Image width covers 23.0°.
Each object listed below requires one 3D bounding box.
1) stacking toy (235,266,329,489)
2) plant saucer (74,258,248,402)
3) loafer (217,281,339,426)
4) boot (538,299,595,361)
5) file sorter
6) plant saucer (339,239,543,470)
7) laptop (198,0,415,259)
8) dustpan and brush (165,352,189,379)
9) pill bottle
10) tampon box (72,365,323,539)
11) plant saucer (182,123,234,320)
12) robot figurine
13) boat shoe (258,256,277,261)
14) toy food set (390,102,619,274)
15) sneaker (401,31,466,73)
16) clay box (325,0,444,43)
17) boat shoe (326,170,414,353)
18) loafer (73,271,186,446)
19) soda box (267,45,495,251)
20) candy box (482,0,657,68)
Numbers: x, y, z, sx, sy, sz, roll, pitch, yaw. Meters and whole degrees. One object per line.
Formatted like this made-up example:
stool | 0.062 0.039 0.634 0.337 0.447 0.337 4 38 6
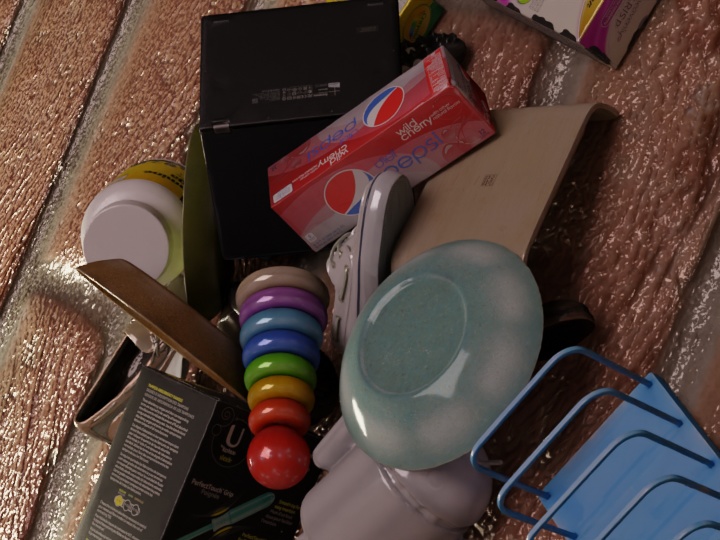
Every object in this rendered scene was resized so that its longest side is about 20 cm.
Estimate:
stacking toy | -0.068 0.097 1.537 0.085 0.085 0.201 -31 44 33
plant saucer | -0.170 0.047 1.605 0.036 0.200 0.200 -52 40 -8
loafer | -0.082 0.090 1.669 0.072 0.073 0.200 -62 34 20
boot | 0.112 0.029 1.484 0.199 0.075 0.097 -19 61 42
file sorter | 0.191 0.175 1.294 0.139 0.122 0.200 -50 43 17
plant saucer | 0.052 0.058 1.404 0.200 0.039 0.202 -21 52 30
laptop | -0.047 -0.133 1.636 0.186 0.116 0.201 -5 61 5
dustpan and brush | -0.197 0.178 1.741 0.201 0.057 0.140 -59 11 13
pill bottle | -0.215 -0.043 1.764 0.113 0.112 0.200 -54 5 12
tampon box | -0.149 0.212 1.609 0.126 0.150 0.201 19 85 48
plant saucer | -0.146 -0.044 1.737 0.031 0.200 0.201 0 65 3
robot figurine | 0.029 0.191 1.460 0.200 0.113 0.170 -44 78 22
boat shoe | -0.094 -0.085 1.761 0.200 0.074 0.066 -107 27 -47
toy food set | 0.125 -0.058 1.503 0.143 0.060 0.201 1 55 43
sneaker | 0.019 -0.152 1.679 0.199 0.091 0.067 -29 27 4
clay box | -0.013 -0.207 1.750 0.200 0.047 0.115 -56 42 12
boat shoe | 0.000 0.000 1.544 0.066 0.074 0.201 18 123 22
loafer | -0.225 0.089 1.815 0.072 0.063 0.201 33 96 50
soda box | 0.016 -0.104 1.543 0.200 0.070 0.064 -33 34 19
candy box | 0.184 -0.279 1.568 0.200 0.061 0.137 37 98 48
